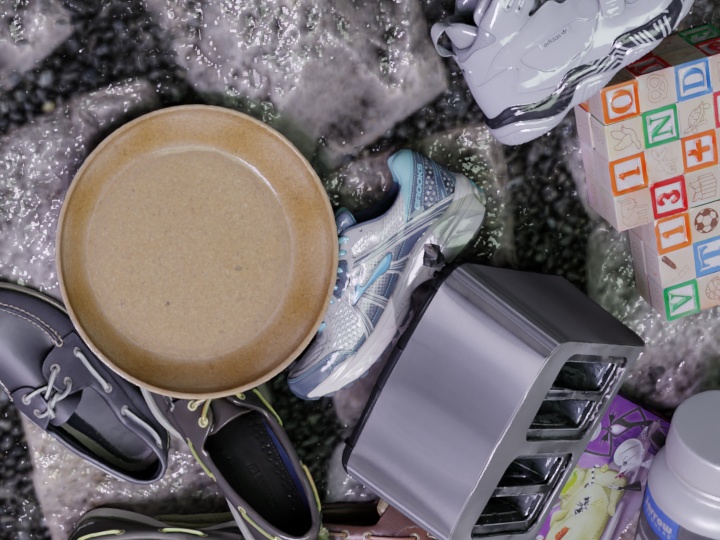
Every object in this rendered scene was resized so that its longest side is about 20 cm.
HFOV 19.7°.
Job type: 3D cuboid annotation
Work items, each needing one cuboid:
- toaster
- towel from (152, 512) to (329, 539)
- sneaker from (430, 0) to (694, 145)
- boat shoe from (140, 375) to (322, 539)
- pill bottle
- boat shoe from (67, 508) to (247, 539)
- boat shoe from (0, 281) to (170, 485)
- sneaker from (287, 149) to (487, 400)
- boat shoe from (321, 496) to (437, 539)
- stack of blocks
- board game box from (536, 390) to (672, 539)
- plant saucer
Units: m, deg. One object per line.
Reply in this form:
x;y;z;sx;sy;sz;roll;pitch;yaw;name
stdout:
0.093;0.092;1.487;0.199;0.118;0.182;8;113;-58;toaster
-0.083;0.275;1.562;0.147;0.037;0.202;2;109;14;towel
0.144;-0.188;1.447;0.200;0.075;0.115;-41;122;6;sneaker
-0.091;0.110;1.459;0.071;0.061;0.202;-34;86;-20;boat shoe
0.273;0.199;1.615;0.113;0.114;0.201;-7;128;-15;pill bottle
-0.121;0.218;1.499;0.200;0.060;0.073;6;106;10;boat shoe
-0.206;0.082;1.456;0.073;0.063;0.200;-44;118;4;boat shoe
0.000;0.000;1.495;0.086;0.078;0.201;36;91;-16;sneaker
0.029;0.193;1.577;0.198;0.072;0.073;-7;104;1;boat shoe
0.230;-0.068;1.539;0.114;0.059;0.202;-17;117;-10;stack of blocks
0.160;0.183;1.645;0.119;0.032;0.201;28;102;-22;board game box
-0.114;-0.013;1.432;0.198;0.035;0.202;0;89;-16;plant saucer
